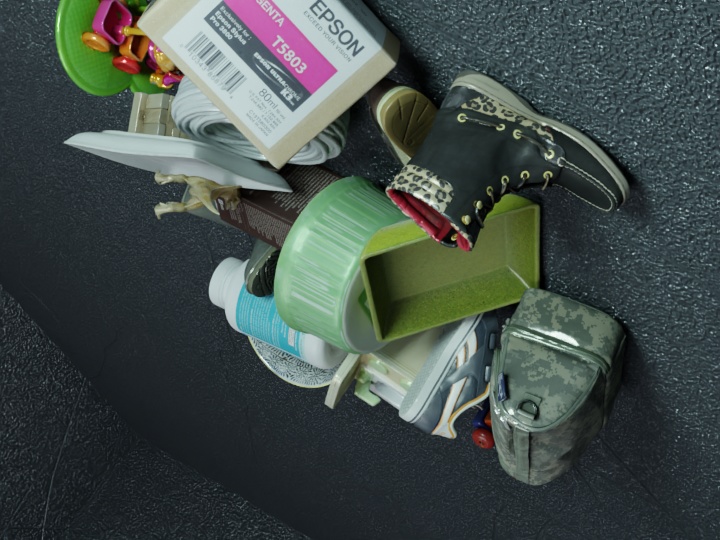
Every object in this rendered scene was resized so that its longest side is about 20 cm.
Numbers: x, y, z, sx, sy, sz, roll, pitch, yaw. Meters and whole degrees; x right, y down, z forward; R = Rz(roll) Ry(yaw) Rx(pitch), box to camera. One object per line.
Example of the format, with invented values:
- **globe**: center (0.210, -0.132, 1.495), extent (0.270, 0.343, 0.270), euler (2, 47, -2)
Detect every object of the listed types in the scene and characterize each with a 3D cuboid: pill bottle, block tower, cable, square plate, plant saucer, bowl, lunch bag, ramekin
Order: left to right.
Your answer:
- **square plate**: center (-0.207, -0.130, 1.515), extent (0.198, 0.029, 0.198), euler (9, 177, 32)
- **block tower**: center (-0.178, -0.164, 1.562), extent (0.199, 0.055, 0.058), euler (12, 177, -38)
- **cable**: center (-0.111, -0.174, 1.442), extent (0.198, 0.070, 0.199), euler (3, 169, 31)
- **pill bottle**: center (-0.105, 0.048, 1.741), extent (0.199, 0.111, 0.111), euler (22, 155, 25)
- **bowl**: center (-0.067, 0.060, 1.889), extent (0.199, 0.094, 0.203), euler (11, 112, 29)
- **ramekin**: center (0.000, 0.000, 1.532), extent (0.097, 0.200, 0.201), euler (28, 158, 31)
- **plant saucer**: center (0.097, -0.011, 1.438), extent (0.201, 0.198, 0.048), euler (77, 176, -59)
- **lunch bag**: center (0.215, 0.142, 1.499), extent (0.138, 0.169, 0.201), euler (19, 154, 17)

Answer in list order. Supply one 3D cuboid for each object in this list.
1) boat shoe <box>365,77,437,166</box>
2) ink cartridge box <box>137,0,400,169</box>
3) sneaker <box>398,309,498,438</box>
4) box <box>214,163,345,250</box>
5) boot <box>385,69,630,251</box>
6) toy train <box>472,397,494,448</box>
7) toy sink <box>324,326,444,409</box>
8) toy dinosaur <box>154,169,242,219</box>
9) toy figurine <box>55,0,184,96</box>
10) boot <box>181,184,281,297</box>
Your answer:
- **boat shoe**: center (0.066, -0.136, 1.343), extent (0.065, 0.073, 0.200), euler (55, -179, 38)
- **ink cartridge box**: center (-0.086, -0.226, 1.248), extent (0.200, 0.164, 0.075), euler (44, -159, -17)
- **sneaker**: center (0.127, 0.107, 1.574), extent (0.079, 0.201, 0.078), euler (31, 177, -9)
- **box**: center (-0.082, -0.082, 1.639), extent (0.199, 0.100, 0.075), euler (26, 147, 31)
- **boot**: center (0.135, -0.079, 1.209), extent (0.199, 0.151, 0.073), euler (36, 160, 6)
- **toy train**: center (0.206, 0.197, 1.797), extent (0.200, 0.085, 0.116), euler (43, 149, -12)
- **toy sink**: center (0.057, 0.109, 1.673), extent (0.112, 0.201, 0.131), euler (33, 159, 7)
- **toy dinosaur**: center (-0.189, -0.093, 1.523), extent (0.100, 0.059, 0.200), euler (-5, -176, 4)
- **toy figurine**: center (-0.217, -0.257, 1.495), extent (0.183, 0.151, 0.200), euler (11, 164, 34)
- **boot**: center (-0.162, -0.064, 1.728), extent (0.199, 0.182, 0.073), euler (24, 144, 24)
